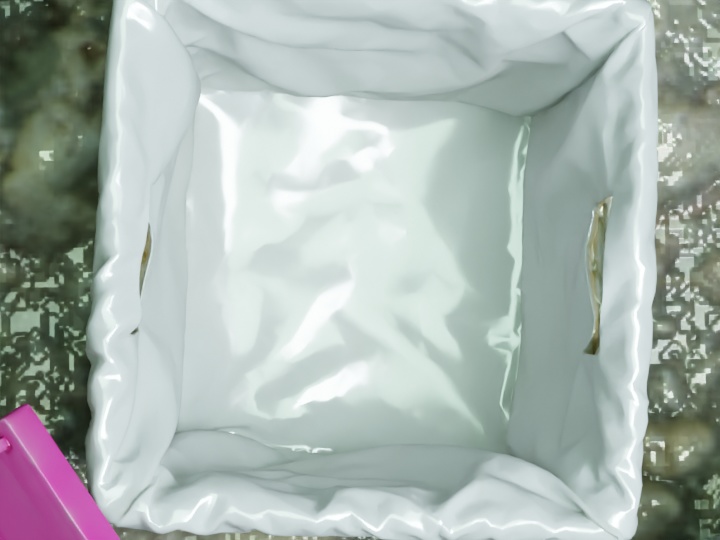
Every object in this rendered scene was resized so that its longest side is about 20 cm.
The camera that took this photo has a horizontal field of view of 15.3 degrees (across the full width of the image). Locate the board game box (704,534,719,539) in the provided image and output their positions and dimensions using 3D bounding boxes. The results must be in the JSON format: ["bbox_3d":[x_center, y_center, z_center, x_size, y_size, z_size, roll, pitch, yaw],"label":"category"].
[{"bbox_3d":[0.191,0.118,0.985,0.147,0.200,0.065,-19,87,-5],"label":"board game box"}]

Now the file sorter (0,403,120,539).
[{"bbox_3d":[-0.167,0.167,0.943,0.125,0.200,0.139,-32,87,-44],"label":"file sorter"}]

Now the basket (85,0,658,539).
[{"bbox_3d":[0.000,0.000,1.003,0.198,0.161,0.200,2,85,-4],"label":"basket"}]
